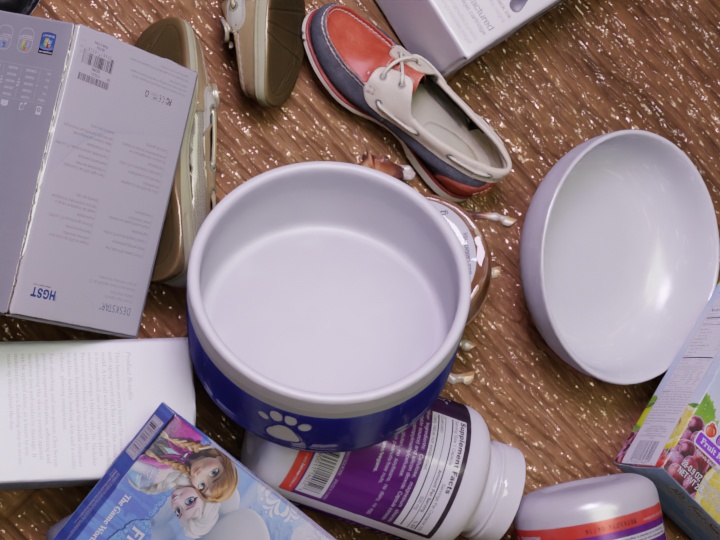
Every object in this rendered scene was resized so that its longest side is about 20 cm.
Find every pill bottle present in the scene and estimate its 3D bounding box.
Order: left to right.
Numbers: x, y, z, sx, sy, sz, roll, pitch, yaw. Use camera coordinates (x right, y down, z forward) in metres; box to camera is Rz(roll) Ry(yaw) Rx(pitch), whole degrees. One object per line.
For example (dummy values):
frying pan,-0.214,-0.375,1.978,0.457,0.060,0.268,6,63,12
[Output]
pill bottle,0.018,0.138,1.494,0.199,0.112,0.113,20,73,-16
pill bottle,0.186,0.262,1.518,0.112,0.112,0.201,-10,89,-22

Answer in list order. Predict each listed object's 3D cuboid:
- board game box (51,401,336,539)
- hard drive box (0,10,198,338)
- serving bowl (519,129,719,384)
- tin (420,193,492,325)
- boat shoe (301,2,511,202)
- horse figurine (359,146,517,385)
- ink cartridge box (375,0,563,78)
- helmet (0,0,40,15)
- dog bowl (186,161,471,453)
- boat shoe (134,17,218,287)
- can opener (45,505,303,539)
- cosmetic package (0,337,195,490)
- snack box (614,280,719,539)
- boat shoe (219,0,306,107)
board game box,-0.125,0.232,1.411,0.199,0.043,0.200,40,85,-21
hard drive box,-0.204,-0.063,1.397,0.156,0.076,0.201,17,85,-61
serving bowl,0.197,-0.011,1.602,0.199,0.066,0.202,-2,93,-37
tin,0.000,0.000,1.515,0.199,0.042,0.113,-6,68,3
boat shoe,0.038,-0.137,1.575,0.200,0.062,0.071,47,60,-10
horse figurine,0.038,0.013,1.557,0.132,0.050,0.201,17,80,-4
ink cartridge box,0.106,-0.267,1.623,0.200,0.084,0.146,-34,92,-23
helmet,-0.309,-0.258,1.411,0.199,0.191,0.201,-13,123,-21
dog bowl,-0.025,0.025,1.419,0.199,0.079,0.201,3,56,-5
boat shoe,-0.137,-0.088,1.502,0.063,0.073,0.202,16,66,-54
can opener,-0.129,0.195,1.446,0.199,0.067,0.053,-8,46,-19
cosmetic package,-0.222,0.104,1.433,0.199,0.071,0.102,0,79,-20
snack box,0.319,0.125,1.614,0.169,0.068,0.201,43,67,-24
boat shoe,-0.086,-0.224,1.560,0.063,0.073,0.202,-5,83,22
